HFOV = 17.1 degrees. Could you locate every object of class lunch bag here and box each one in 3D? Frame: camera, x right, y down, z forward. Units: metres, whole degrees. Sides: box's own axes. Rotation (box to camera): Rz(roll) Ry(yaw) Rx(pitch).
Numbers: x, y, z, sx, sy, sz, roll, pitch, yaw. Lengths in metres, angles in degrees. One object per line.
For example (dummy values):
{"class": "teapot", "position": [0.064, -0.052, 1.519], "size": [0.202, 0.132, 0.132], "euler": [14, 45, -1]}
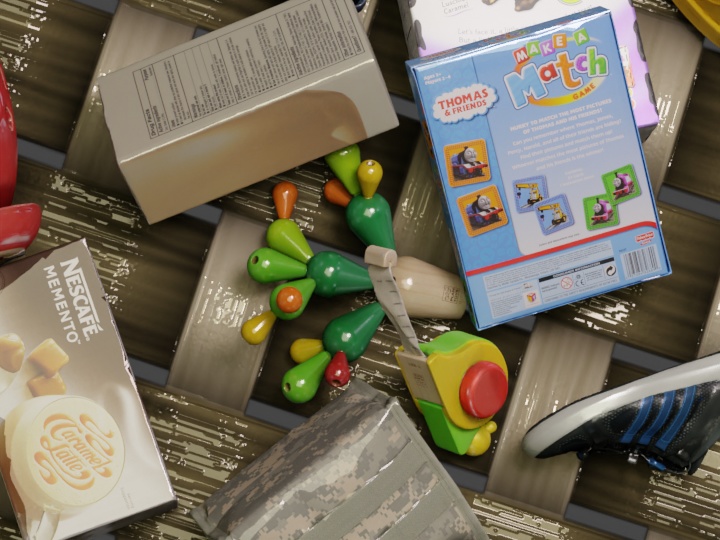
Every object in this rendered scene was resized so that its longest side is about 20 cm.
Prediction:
{"class": "lunch bag", "position": [0.003, 0.209, 1.695], "size": [0.164, 0.118, 0.200], "euler": [-37, 108, -10]}

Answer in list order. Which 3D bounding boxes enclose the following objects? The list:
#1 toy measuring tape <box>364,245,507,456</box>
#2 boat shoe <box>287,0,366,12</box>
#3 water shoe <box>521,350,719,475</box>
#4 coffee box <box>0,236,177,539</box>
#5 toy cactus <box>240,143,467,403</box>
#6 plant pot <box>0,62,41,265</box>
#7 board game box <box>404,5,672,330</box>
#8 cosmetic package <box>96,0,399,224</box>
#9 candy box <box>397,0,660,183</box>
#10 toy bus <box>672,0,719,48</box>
{"class": "toy measuring tape", "position": [0.061, 0.050, 1.722], "size": [0.073, 0.074, 0.201], "euler": [-27, 121, -7]}
{"class": "boat shoe", "position": [-0.061, -0.267, 1.761], "size": [0.200, 0.069, 0.084], "euler": [40, 75, -26]}
{"class": "water shoe", "position": [0.219, 0.115, 1.749], "size": [0.199, 0.072, 0.079], "euler": [-19, 84, -6]}
{"class": "coffee box", "position": [-0.216, 0.092, 1.725], "size": [0.114, 0.080, 0.201], "euler": [-18, 82, -6]}
{"class": "toy cactus", "position": [0.000, 0.000, 1.755], "size": [0.164, 0.102, 0.201], "euler": [11, 71, -11]}
{"class": "plant pot", "position": [-0.336, -0.074, 1.691], "size": [0.199, 0.200, 0.184], "euler": [-18, 88, -6]}
{"class": "board game box", "position": [0.129, -0.074, 1.730], "size": [0.150, 0.037, 0.201], "euler": [-16, 105, -4]}
{"class": "cosmetic package", "position": [-0.083, -0.122, 1.739], "size": [0.199, 0.071, 0.105], "euler": [-21, 45, 3]}
{"class": "candy box", "position": [0.119, -0.183, 1.794], "size": [0.167, 0.072, 0.201], "euler": [-11, 82, -5]}
{"class": "toy bus", "position": [0.326, -0.275, 1.761], "size": [0.200, 0.192, 0.136], "euler": [-41, 83, -10]}
